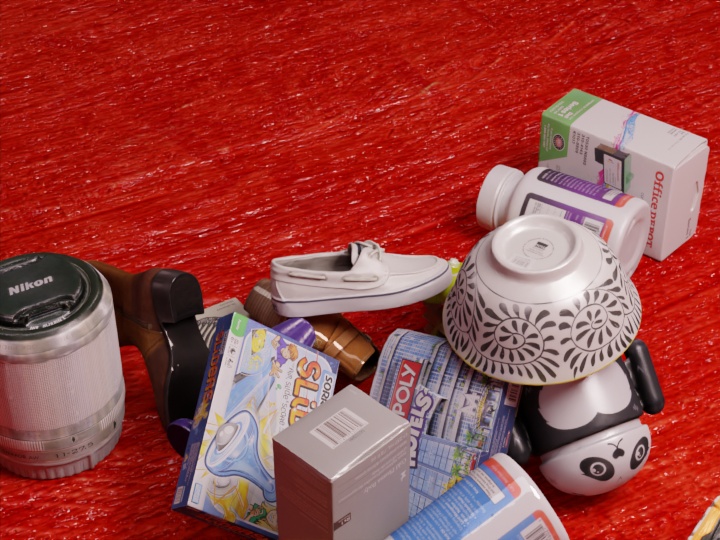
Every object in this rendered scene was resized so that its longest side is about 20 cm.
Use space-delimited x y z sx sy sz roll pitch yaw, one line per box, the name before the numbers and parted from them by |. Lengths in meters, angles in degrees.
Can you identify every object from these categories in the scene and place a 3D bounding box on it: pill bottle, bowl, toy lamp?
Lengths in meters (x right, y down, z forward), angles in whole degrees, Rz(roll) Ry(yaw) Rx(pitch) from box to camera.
pill bottle | 0.247 -0.062 1.791 0.198 0.112 0.111 22 42 27
bowl | 0.174 0.007 1.421 0.198 0.095 0.202 -6 41 5
toy lamp | -0.116 0.118 1.492 0.058 0.059 0.200 22 48 28
pill bottle | 0.082 0.267 1.319 0.199 0.113 0.112 -35 44 -8

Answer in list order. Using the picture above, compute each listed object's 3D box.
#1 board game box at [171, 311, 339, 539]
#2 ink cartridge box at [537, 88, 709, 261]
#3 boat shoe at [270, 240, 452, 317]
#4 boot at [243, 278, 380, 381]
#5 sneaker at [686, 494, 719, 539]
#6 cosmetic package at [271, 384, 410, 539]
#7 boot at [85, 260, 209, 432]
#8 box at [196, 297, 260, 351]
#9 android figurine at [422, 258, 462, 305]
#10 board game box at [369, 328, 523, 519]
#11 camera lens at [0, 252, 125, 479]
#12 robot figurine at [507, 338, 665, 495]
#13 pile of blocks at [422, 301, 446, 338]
board game box | -0.100 0.160 1.432 0.135 0.034 0.202 26 61 -29
ink cartridge box | 0.328 -0.122 1.841 0.199 0.146 0.084 27 45 32
boat shoe | 0.000 0.000 1.557 0.197 0.066 0.072 -6 24 0
boot | -0.036 0.058 1.663 0.154 0.077 0.200 33 8 10
sneaker | 0.343 0.275 1.378 0.077 0.079 0.200 32 50 19
cosmetic package | -0.016 0.220 1.346 0.090 0.202 0.106 28 48 36
boot | -0.248 0.087 1.607 0.068 0.191 0.199 -18 14 -40
box | -0.120 0.117 1.593 0.082 0.069 0.200 -23 42 -26
android figurine | 0.140 0.018 1.653 0.198 0.042 0.182 13 12 21
board game box | 0.050 0.163 1.461 0.198 0.202 0.061 12 -4 34
camera lens | -0.330 0.095 1.516 0.158 0.202 0.161 0 37 0
robot figurine | 0.217 0.128 1.476 0.149 0.202 0.124 -26 -11 28
pile of blocks | 0.121 0.104 1.601 0.062 0.082 0.200 -53 46 1
